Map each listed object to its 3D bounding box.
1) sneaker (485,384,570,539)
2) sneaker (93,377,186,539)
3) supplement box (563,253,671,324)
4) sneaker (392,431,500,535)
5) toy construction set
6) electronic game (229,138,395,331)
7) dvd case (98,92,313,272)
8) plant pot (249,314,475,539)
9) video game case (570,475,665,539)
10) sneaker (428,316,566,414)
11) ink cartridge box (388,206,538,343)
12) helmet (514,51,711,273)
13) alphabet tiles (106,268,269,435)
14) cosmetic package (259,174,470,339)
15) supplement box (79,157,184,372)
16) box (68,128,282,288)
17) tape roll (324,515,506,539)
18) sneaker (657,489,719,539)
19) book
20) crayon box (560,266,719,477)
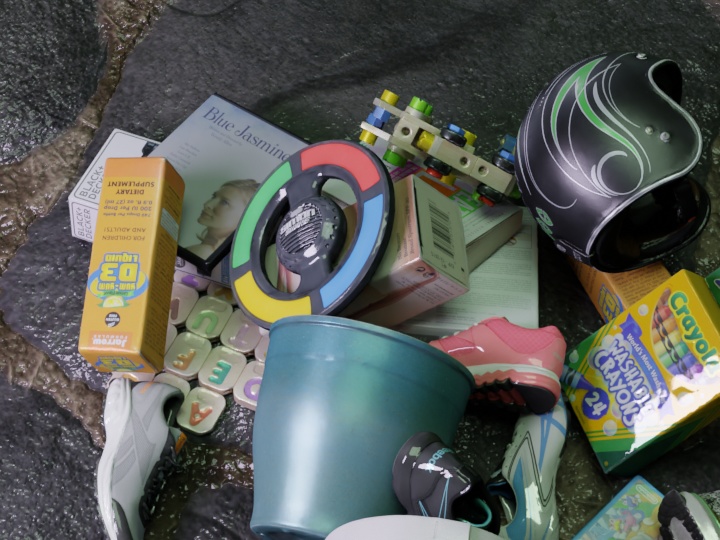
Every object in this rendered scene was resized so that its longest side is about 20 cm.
[{"bbox_3d":[0.158,0.179,1.530,0.072,0.072,0.201,11,55,-2],"label":"sneaker"},{"bbox_3d":[-0.205,0.187,1.515,0.079,0.074,0.201,-2,55,3],"label":"sneaker"},{"bbox_3d":[0.273,0.012,1.651,0.068,0.067,0.201,-21,58,-15],"label":"supplement box"},{"bbox_3d":[0.081,0.233,1.414,0.079,0.201,0.075,21,51,38],"label":"sneaker"},{"bbox_3d":[0.102,-0.123,1.674,0.199,0.131,0.093,12,97,-11],"label":"toy construction set"},{"bbox_3d":[-0.049,-0.034,1.546,0.199,0.042,0.201,-21,54,33],"label":"electronic game"},{"bbox_3d":[-0.154,-0.095,1.669,0.142,0.018,0.200,28,54,19],"label":"dvd case"},{"bbox_3d":[-0.013,0.165,1.472,0.199,0.200,0.189,13,70,8],"label":"plant pot"},{"bbox_3d":[0.245,0.298,1.482,0.200,0.018,0.143,-39,65,-24],"label":"video game case"},{"bbox_3d":[0.114,0.086,1.567,0.199,0.074,0.087,4,57,33],"label":"sneaker"},{"bbox_3d":[0.104,0.008,1.675,0.159,0.047,0.201,4,42,2],"label":"ink cartridge box"},{"bbox_3d":[0.248,-0.116,1.588,0.199,0.200,0.191,-19,58,-14],"label":"helmet"},{"bbox_3d":[-0.164,0.068,1.637,0.199,0.015,0.196,21,58,13],"label":"alphabet tiles"},{"bbox_3d":[0.000,0.000,1.577,0.199,0.087,0.104,-27,53,29],"label":"cosmetic package"},{"bbox_3d":[-0.219,-0.006,1.556,0.066,0.069,0.201,0,72,11],"label":"supplement box"},{"bbox_3d":[-0.193,-0.065,1.693,0.199,0.060,0.117,18,51,12],"label":"box"},{"bbox_3d":[0.060,0.272,1.386,0.201,0.203,0.037,8,56,5],"label":"tape roll"},{"bbox_3d":[0.358,0.271,1.454,0.088,0.077,0.201,-19,60,-24],"label":"sneaker"},{"bbox_3d":[0.053,-0.068,1.692,0.199,0.048,0.133,30,45,28],"label":"book"},{"bbox_3d":[0.292,0.090,1.530,0.200,0.051,0.126,-39,59,24],"label":"crayon box"}]
